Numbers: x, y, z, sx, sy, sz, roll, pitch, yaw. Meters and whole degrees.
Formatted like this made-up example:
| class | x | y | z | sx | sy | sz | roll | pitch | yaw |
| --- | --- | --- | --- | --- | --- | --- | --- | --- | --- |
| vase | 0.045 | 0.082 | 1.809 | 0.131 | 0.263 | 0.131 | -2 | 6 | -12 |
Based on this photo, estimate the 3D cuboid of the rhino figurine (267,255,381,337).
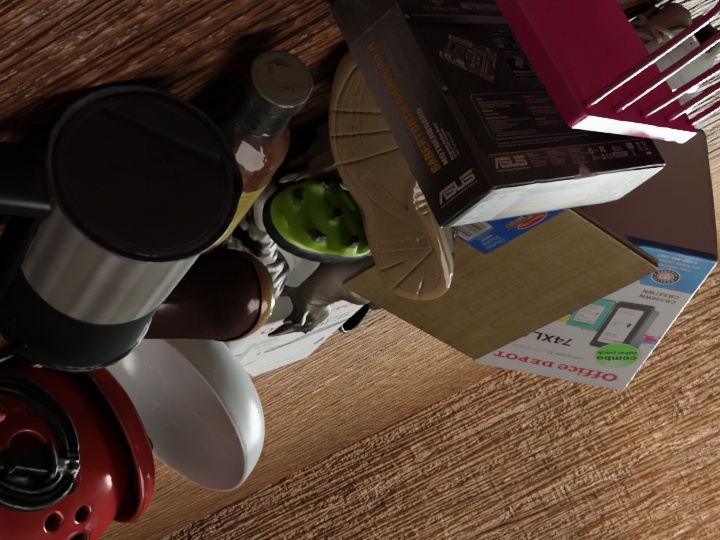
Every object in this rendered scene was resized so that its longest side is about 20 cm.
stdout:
| class | x | y | z | sx | sy | sz | roll | pitch | yaw |
| --- | --- | --- | --- | --- | --- | --- | --- | --- | --- |
| rhino figurine | 0.000 | 0.000 | 1.146 | 0.200 | 0.060 | 0.087 | -33 | 160 | 10 |

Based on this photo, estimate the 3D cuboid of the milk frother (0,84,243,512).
| class | x | y | z | sx | sy | sz | roll | pitch | yaw |
| --- | --- | --- | --- | --- | --- | --- | --- | --- | --- |
| milk frother | -0.172 | 0.023 | 0.816 | 0.180 | 0.200 | 0.188 | -13 | 163 | -30 |

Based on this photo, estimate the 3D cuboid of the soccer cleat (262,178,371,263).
| class | x | y | z | sx | sy | sz | roll | pitch | yaw |
| --- | --- | --- | --- | --- | --- | --- | --- | --- | --- |
| soccer cleat | -0.019 | -0.030 | 0.999 | 0.081 | 0.068 | 0.200 | -30 | 170 | 30 |

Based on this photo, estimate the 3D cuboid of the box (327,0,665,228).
| class | x | y | z | sx | sy | sz | roll | pitch | yaw |
| --- | --- | --- | --- | --- | --- | --- | --- | --- | --- |
| box | 0.091 | -0.114 | 0.844 | 0.200 | 0.159 | 0.048 | -11 | 159 | -48 |

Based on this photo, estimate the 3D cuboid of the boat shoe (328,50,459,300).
| class | x | y | z | sx | sy | sz | roll | pitch | yaw |
| --- | --- | --- | --- | --- | --- | --- | --- | --- | --- |
| boat shoe | 0.028 | -0.075 | 0.931 | 0.072 | 0.200 | 0.065 | -6 | -148 | 19 |

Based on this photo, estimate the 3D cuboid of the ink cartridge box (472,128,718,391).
| class | x | y | z | sx | sy | sz | roll | pitch | yaw |
| --- | --- | --- | --- | --- | --- | --- | --- | --- | --- |
| ink cartridge box | 0.192 | -0.018 | 1.142 | 0.147 | 0.146 | 0.200 | 11 | 142 | -7 |

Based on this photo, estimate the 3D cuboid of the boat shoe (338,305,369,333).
| class | x | y | z | sx | sy | sz | roll | pitch | yaw |
| --- | --- | --- | --- | --- | --- | --- | --- | --- | --- |
| boat shoe | 0.009 | -0.006 | 1.316 | 0.075 | 0.062 | 0.200 | -21 | 157 | -37 |

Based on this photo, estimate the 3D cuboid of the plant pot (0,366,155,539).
| class | x | y | z | sx | sy | sz | roll | pitch | yaw |
| --- | --- | --- | --- | --- | --- | --- | --- | --- | --- |
| plant pot | -0.305 | 0.179 | 1.225 | 0.182 | 0.201 | 0.200 | -26 | 171 | -36 |

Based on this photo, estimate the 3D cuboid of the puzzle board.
| class | x | y | z | sx | sy | sz | roll | pitch | yaw |
| --- | --- | --- | --- | --- | --- | --- | --- | --- | --- |
| puzzle board | 0.106 | 0.000 | 1.040 | 0.151 | 0.017 | 0.200 | 30 | 138 | -29 |

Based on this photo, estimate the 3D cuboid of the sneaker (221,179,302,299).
| class | x | y | z | sx | sy | sz | roll | pitch | yaw |
| --- | --- | --- | --- | --- | --- | --- | --- | --- | --- |
| sneaker | -0.071 | -0.045 | 1.054 | 0.081 | 0.075 | 0.200 | -42 | 169 | -11 |

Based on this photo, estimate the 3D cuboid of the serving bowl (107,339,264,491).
| class | x | y | z | sx | sy | sz | roll | pitch | yaw |
| --- | --- | --- | --- | --- | --- | --- | --- | --- | --- |
| serving bowl | -0.160 | 0.106 | 1.231 | 0.066 | 0.200 | 0.200 | -43 | 179 | -34 |

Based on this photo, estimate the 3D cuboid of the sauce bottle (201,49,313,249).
| class | x | y | z | sx | sy | sz | roll | pitch | yaw |
| --- | --- | --- | --- | --- | --- | --- | --- | --- | --- |
| sauce bottle | -0.085 | -0.078 | 0.879 | 0.066 | 0.066 | 0.200 | -17 | 163 | -32 |

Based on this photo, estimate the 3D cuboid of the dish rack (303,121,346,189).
| class | x | y | z | sx | sy | sz | roll | pitch | yaw |
| --- | --- | --- | --- | --- | --- | --- | --- | --- | --- |
| dish rack | 0.038 | -0.102 | 1.059 | 0.172 | 0.044 | 0.200 | -27 | 167 | 5 |

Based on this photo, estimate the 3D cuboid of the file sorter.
| class | x | y | z | sx | sy | sz | roll | pitch | yaw |
| --- | --- | --- | --- | --- | --- | --- | --- | --- | --- |
| file sorter | 0.183 | -0.174 | 0.825 | 0.125 | 0.139 | 0.200 | -35 | 164 | 28 |

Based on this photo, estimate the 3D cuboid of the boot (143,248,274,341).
| class | x | y | z | sx | sy | sz | roll | pitch | yaw |
| --- | --- | --- | --- | --- | --- | --- | --- | --- | --- |
| boot | -0.179 | 0.028 | 1.013 | 0.166 | 0.072 | 0.200 | -8 | -177 | -41 |

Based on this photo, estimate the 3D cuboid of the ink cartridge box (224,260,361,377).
| class | x | y | z | sx | sy | sz | roll | pitch | yaw |
| --- | --- | --- | --- | --- | --- | --- | --- | --- | --- |
| ink cartridge box | -0.090 | 0.036 | 1.283 | 0.146 | 0.083 | 0.200 | -18 | 166 | -30 |

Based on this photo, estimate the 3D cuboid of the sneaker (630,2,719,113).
| class | x | y | z | sx | sy | sz | roll | pitch | yaw |
| --- | --- | --- | --- | --- | --- | --- | --- | --- | --- |
| sneaker | 0.216 | -0.176 | 1.069 | 0.200 | 0.076 | 0.092 | -9 | 139 | -43 |
